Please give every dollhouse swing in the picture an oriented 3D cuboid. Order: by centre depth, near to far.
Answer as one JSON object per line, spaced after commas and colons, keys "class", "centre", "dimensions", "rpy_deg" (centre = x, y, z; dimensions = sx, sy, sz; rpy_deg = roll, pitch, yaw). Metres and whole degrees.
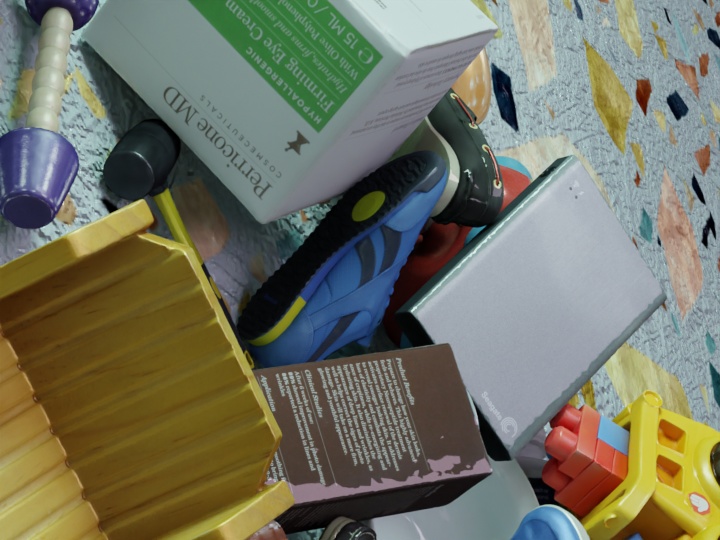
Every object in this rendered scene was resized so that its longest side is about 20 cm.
{"class": "dollhouse swing", "centre": [-0.168, 0.093, 1.207], "dimensions": [0.201, 0.181, 0.176], "rpy_deg": [64, 15, -3]}

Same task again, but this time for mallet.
{"class": "mallet", "centre": [-0.122, -0.006, 1.525], "dimensions": [0.201, 0.041, 0.066], "rpy_deg": [68, 23, -11]}

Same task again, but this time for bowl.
{"class": "bowl", "centre": [0.044, 0.205, 1.604], "dimensions": [0.201, 0.090, 0.202], "rpy_deg": [26, 52, -39]}

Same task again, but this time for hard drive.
{"class": "hard drive", "centre": [0.130, 0.027, 1.647], "dimensions": [0.200, 0.033, 0.140], "rpy_deg": [-43, 106, -28]}

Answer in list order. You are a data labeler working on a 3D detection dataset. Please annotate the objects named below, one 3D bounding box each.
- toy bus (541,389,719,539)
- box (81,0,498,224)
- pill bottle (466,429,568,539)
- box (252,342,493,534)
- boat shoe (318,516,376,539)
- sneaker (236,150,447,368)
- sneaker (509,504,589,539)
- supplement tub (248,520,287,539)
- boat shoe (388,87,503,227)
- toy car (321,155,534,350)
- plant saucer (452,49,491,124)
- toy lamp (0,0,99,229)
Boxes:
{"class": "toy bus", "centre": [0.212, 0.190, 1.647], "dimensions": [0.191, 0.136, 0.201], "rpy_deg": [31, 39, -16]}
{"class": "box", "centre": [-0.048, -0.172, 1.571], "dimensions": [0.199, 0.171, 0.200], "rpy_deg": [46, 24, 9]}
{"class": "pill bottle", "centre": [0.117, 0.214, 1.731], "dimensions": [0.120, 0.119, 0.201], "rpy_deg": [31, 45, -53]}
{"class": "box", "centre": [-0.020, 0.116, 1.478], "dimensions": [0.199, 0.075, 0.101], "rpy_deg": [-6, 68, -31]}
{"class": "boat shoe", "centre": [-0.006, 0.265, 1.438], "dimensions": [0.072, 0.066, 0.202], "rpy_deg": [29, 68, -59]}
{"class": "sneaker", "centre": [0.000, 0.000, 1.603], "dimensions": [0.078, 0.200, 0.066], "rpy_deg": [44, -3, -29]}
{"class": "sneaker", "centre": [0.105, 0.242, 1.519], "dimensions": [0.111, 0.076, 0.201], "rpy_deg": [39, 52, -42]}
{"class": "supplement tub", "centre": [-0.081, 0.224, 1.340], "dimensions": [0.107, 0.106, 0.201], "rpy_deg": [-7, 77, -64]}
{"class": "boat shoe", "centre": [0.053, -0.106, 1.687], "dimensions": [0.063, 0.074, 0.202], "rpy_deg": [17, 32, -33]}
{"class": "toy car", "centre": [0.031, -0.039, 1.768], "dimensions": [0.199, 0.177, 0.185], "rpy_deg": [32, 20, -9]}
{"class": "plant saucer", "centre": [0.053, -0.215, 1.917], "dimensions": [0.200, 0.037, 0.201], "rpy_deg": [47, 32, -41]}
{"class": "toy lamp", "centre": [-0.205, -0.111, 1.414], "dimensions": [0.058, 0.058, 0.201], "rpy_deg": [46, 30, -39]}
